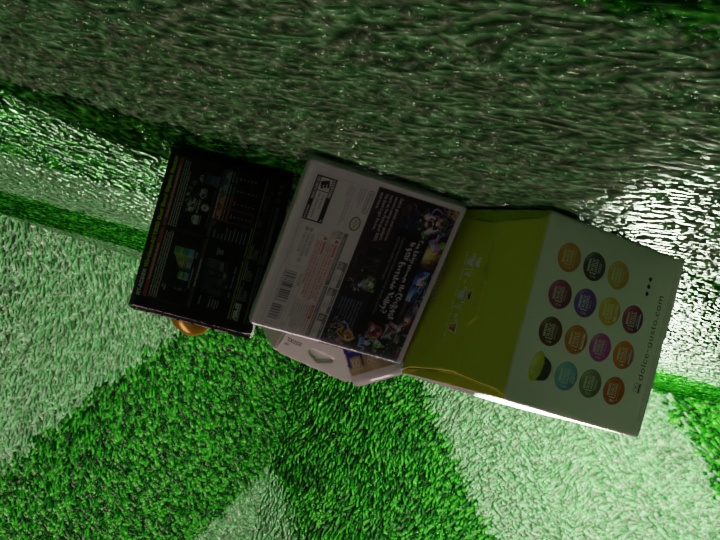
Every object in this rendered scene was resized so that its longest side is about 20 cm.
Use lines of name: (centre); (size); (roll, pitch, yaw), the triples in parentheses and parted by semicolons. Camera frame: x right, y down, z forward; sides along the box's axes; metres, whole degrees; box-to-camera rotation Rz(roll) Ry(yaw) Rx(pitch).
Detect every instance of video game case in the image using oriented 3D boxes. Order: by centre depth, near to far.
video game case: (-0.004, -0.009, 1.293); (0.181, 0.201, 0.023); (16, -161, -16)

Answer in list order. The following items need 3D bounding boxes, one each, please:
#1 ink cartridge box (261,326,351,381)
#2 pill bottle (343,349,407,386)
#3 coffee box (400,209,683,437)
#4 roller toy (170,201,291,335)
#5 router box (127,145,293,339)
ink cartridge box: (-0.076, 0.059, 1.741); (0.144, 0.084, 0.200); (25, -164, -31)
pill bottle: (0.022, 0.027, 1.423); (0.119, 0.201, 0.120); (-16, 175, -1)
coffee box: (0.195, 0.053, 1.316); (0.197, 0.200, 0.200); (18, 174, -29)
roller toy: (-0.176, -0.026, 1.559); (0.139, 0.201, 0.182); (11, -154, 43)
router box: (-0.176, -0.032, 1.419); (0.149, 0.201, 0.062); (15, 173, -2)
